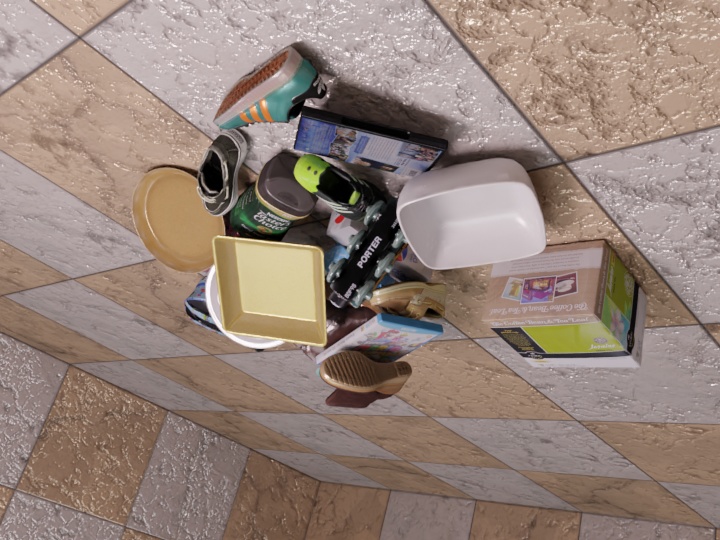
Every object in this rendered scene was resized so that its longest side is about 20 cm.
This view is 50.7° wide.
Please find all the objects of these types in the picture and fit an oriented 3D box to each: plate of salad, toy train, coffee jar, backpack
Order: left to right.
[{"bbox_3d":[-0.281,0.074,1.680,0.197,0.136,0.183,17,156,-1],"label":"backpack"},{"bbox_3d":[-0.190,0.045,1.404,0.197,0.203,0.048,14,-164,5],"label":"plate of salad"},{"bbox_3d":[-0.140,-0.113,1.256,0.103,0.086,0.200,26,154,-17],"label":"coffee jar"},{"bbox_3d":[0.024,-0.027,1.191,0.085,0.201,0.114,36,-171,13],"label":"toy train"}]

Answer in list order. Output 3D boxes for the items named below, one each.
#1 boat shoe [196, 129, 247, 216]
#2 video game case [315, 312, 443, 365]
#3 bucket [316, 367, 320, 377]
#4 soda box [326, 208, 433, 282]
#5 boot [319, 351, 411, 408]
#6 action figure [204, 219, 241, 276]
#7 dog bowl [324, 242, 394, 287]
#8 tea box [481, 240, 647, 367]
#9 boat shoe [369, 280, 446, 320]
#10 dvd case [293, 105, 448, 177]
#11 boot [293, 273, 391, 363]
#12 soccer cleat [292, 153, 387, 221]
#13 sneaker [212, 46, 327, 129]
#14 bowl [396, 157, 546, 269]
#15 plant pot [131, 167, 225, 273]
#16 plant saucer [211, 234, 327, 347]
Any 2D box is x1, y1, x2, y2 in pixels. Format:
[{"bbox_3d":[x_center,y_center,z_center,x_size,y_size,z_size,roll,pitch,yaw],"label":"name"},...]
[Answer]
[{"bbox_3d":[-0.236,-0.147,1.229,0.070,0.064,0.201,35,144,6],"label":"boat shoe"},{"bbox_3d":[0.031,0.133,1.351,0.142,0.018,0.200,13,145,-35],"label":"video game case"},{"bbox_3d":[-0.014,0.119,1.532,0.133,0.210,0.208,4,155,1],"label":"bucket"},{"bbox_3d":[0.039,-0.048,1.303,0.199,0.064,0.068,33,150,-32],"label":"soda box"},{"bbox_3d":[-0.020,0.213,1.370,0.198,0.073,0.166,7,146,-36],"label":"boot"},{"bbox_3d":[-0.261,-0.064,1.465,0.199,0.151,0.133,-24,177,36],"label":"action figure"},{"bbox_3d":[0.000,0.000,1.354,0.111,0.050,0.200,40,-172,19],"label":"dog bowl"},{"bbox_3d":[0.340,0.063,1.259,0.198,0.135,0.196,-6,148,40],"label":"tea box"},{"bbox_3d":[0.089,0.057,1.318,0.073,0.067,0.199,-15,169,41],"label":"boat shoe"},{"bbox_3d":[0.009,-0.173,1.047,0.197,0.018,0.143,12,169,-7],"label":"dvd case"},{"bbox_3d":[-0.026,0.111,1.413,0.199,0.167,0.072,38,-167,1],"label":"boot"},{"bbox_3d":[-0.019,-0.114,1.155,0.199,0.068,0.081,25,-172,-45],"label":"soccer cleat"},{"bbox_3d":[-0.126,-0.225,1.028,0.080,0.072,0.199,37,148,-29],"label":"sneaker"},{"bbox_3d":[0.160,-0.087,1.095,0.197,0.076,0.200,-9,149,17],"label":"bowl"},{"bbox_3d":[-0.325,-0.092,1.377,0.197,0.027,0.203,10,118,20],"label":"plant pot"},{"bbox_3d":[-0.149,0.026,1.319,0.197,0.049,0.202,6,121,11],"label":"plant saucer"}]
